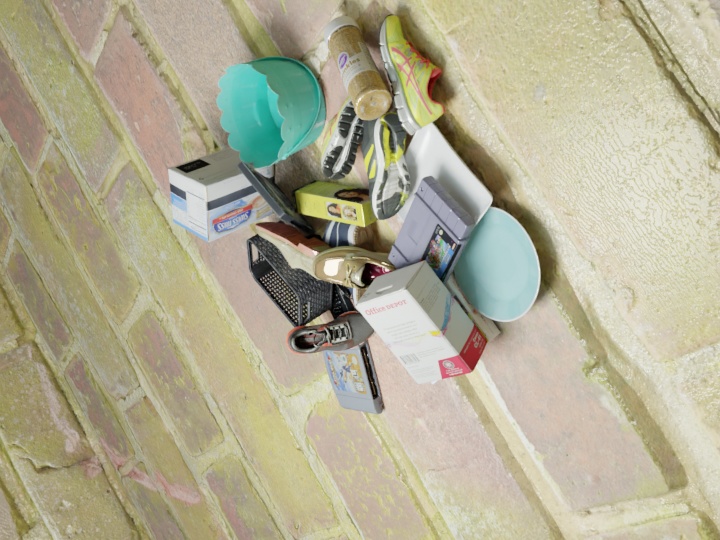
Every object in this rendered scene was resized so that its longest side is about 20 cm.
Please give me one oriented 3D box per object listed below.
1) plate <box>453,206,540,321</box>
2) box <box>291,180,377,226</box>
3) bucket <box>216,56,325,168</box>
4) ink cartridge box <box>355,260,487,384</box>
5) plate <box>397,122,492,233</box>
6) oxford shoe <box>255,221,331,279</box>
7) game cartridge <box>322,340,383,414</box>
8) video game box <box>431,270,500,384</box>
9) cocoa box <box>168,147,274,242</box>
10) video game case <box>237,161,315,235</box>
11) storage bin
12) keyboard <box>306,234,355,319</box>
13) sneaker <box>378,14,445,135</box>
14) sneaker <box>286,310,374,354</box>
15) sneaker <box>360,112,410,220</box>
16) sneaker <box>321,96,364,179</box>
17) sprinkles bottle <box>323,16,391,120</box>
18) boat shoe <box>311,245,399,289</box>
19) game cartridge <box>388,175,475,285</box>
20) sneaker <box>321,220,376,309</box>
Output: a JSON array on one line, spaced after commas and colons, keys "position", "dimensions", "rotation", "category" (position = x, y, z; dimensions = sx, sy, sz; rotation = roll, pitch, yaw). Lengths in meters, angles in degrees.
[{"position": [0.236, -0.013, 1.312], "dimensions": [0.198, 0.025, 0.204], "rotation": [25, 123, 44], "category": "plate"}, {"position": [-0.044, -0.136, 1.515], "dimensions": [0.197, 0.075, 0.051], "rotation": [13, 121, 40], "category": "box"}, {"position": [-0.173, -0.320, 1.506], "dimensions": [0.205, 0.134, 0.211], "rotation": [23, 126, 36], "category": "bucket"}, {"position": [0.109, 0.096, 1.359], "dimensions": [0.146, 0.086, 0.201], "rotation": [-19, 114, 48], "category": "ink cartridge box"}, {"position": [0.139, -0.132, 1.343], "dimensions": [0.201, 0.032, 0.201], "rotation": [54, 140, 23], "category": "plate"}, {"position": [-0.146, -0.043, 1.560], "dimensions": [0.198, 0.070, 0.075], "rotation": [28, 119, 33], "category": "oxford shoe"}, {"position": [-0.023, 0.222, 1.703], "dimensions": [0.131, 0.041, 0.204], "rotation": [-3, 108, 42], "category": "game cartridge"}, {"position": [0.148, 0.096, 1.455], "dimensions": [0.184, 0.046, 0.200], "rotation": [56, 138, 11], "category": "video game box"}, {"position": [-0.301, -0.172, 1.662], "dimensions": [0.132, 0.199, 0.134], "rotation": [26, 127, 33], "category": "cocoa box"}, {"position": [-0.170, -0.146, 1.571], "dimensions": [0.019, 0.200, 0.143], "rotation": [-42, 75, 7], "category": "video game case"}, {"position": [-0.155, 0.009, 1.652], "dimensions": [0.200, 0.093, 0.136], "rotation": [45, 152, 26], "category": "storage bin"}, {"position": [-0.075, 0.019, 1.650], "dimensions": [0.103, 0.039, 0.203], "rotation": [-24, 93, 49], "category": "keyboard"}, {"position": [0.091, -0.339, 1.285], "dimensions": [0.089, 0.078, 0.204], "rotation": [-17, 90, 18], "category": "sneaker"}, {"position": [-0.059, 0.139, 1.584], "dimensions": [0.082, 0.196, 0.079], "rotation": [-178, 72, -86], "category": "sneaker"}, {"position": [0.042, -0.192, 1.366], "dimensions": [0.085, 0.073, 0.204], "rotation": [42, 137, 51], "category": "sneaker"}, {"position": [-0.024, -0.274, 1.414], "dimensions": [0.201, 0.077, 0.091], "rotation": [-54, 33, 29], "category": "sneaker"}, {"position": [-0.006, -0.352, 1.314], "dimensions": [0.069, 0.067, 0.203], "rotation": [-60, 41, 44], "category": "sprinkles bottle"}, {"position": [0.000, 0.000, 1.457], "dimensions": [0.195, 0.067, 0.076], "rotation": [0, 116, 7], "category": "boat shoe"}, {"position": [0.122, -0.050, 1.348], "dimensions": [0.130, 0.038, 0.202], "rotation": [53, 141, 29], "category": "game cartridge"}, {"position": [-0.020, -0.018, 1.553], "dimensions": [0.107, 0.069, 0.204], "rotation": [22, 128, 43], "category": "sneaker"}]
